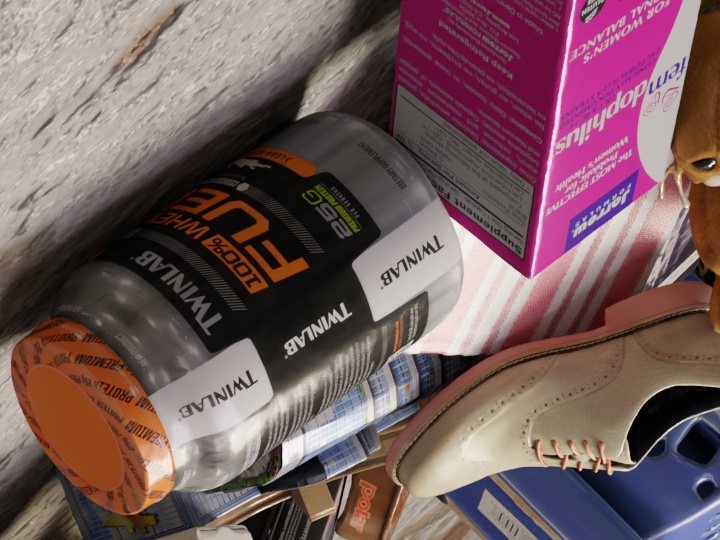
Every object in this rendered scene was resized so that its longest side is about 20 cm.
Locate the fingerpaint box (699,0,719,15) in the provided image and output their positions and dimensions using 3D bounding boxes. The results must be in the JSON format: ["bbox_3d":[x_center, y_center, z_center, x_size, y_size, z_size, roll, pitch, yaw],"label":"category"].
[{"bbox_3d":[0.159,-0.176,1.538,0.200,0.073,0.167,-34,164,-26],"label":"fingerpaint box"}]

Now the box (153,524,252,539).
[{"bbox_3d":[-0.153,0.202,1.617,0.200,0.078,0.095,-19,171,14],"label":"box"}]

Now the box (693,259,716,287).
[{"bbox_3d":[0.241,-0.052,1.796,0.049,0.160,0.200,-34,128,-23],"label":"box"}]

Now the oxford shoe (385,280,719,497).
[{"bbox_3d":[0.109,0.077,1.594,0.200,0.074,0.071,-28,149,6],"label":"oxford shoe"}]

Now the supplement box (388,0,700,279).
[{"bbox_3d":[0.084,-0.110,1.373,0.101,0.103,0.200,-36,152,-29],"label":"supplement box"}]

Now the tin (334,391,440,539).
[{"bbox_3d":[0.028,0.095,1.912,0.200,0.042,0.112,-64,176,-54],"label":"tin"}]

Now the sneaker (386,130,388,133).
[{"bbox_3d":[0.000,0.000,1.596,0.200,0.085,0.074,-44,166,2],"label":"sneaker"}]

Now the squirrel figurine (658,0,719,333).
[{"bbox_3d":[0.206,-0.091,1.511,0.187,0.141,0.200,37,57,-42],"label":"squirrel figurine"}]

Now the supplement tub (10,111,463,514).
[{"bbox_3d":[-0.058,0.021,1.409,0.200,0.123,0.123,-36,165,-30],"label":"supplement tub"}]

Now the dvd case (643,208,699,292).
[{"bbox_3d":[0.172,-0.048,1.677,0.149,0.016,0.200,-40,151,-44],"label":"dvd case"}]

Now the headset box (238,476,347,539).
[{"bbox_3d":[-0.065,0.188,1.884,0.200,0.077,0.149,104,4,-68],"label":"headset box"}]

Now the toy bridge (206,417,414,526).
[{"bbox_3d":[-0.030,0.121,1.707,0.200,0.027,0.067,-23,-170,-8],"label":"toy bridge"}]

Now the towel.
[{"bbox_3d":[0.081,-0.021,1.558,0.200,0.030,0.147,2,126,-37],"label":"towel"}]

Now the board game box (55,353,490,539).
[{"bbox_3d":[-0.053,0.090,1.641,0.200,0.062,0.200,-27,-173,-32],"label":"board game box"}]

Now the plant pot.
[{"bbox_3d":[0.156,0.107,1.910,0.180,0.200,0.200,-42,168,-17],"label":"plant pot"}]
